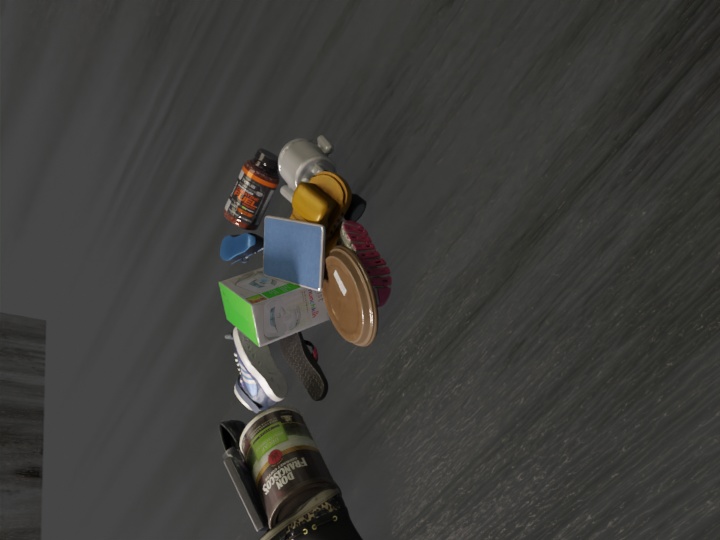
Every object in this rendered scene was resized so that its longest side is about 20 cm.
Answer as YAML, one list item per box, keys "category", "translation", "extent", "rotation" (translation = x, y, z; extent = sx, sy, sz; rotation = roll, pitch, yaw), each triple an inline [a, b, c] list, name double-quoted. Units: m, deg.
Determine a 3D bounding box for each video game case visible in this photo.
- category: "video game case"
  translation: [-0.204, 0.445, 1.231]
  extent: [0.019, 0.201, 0.144]
  rotation: [-31, 68, -6]

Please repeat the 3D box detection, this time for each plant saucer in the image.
- category: "plant saucer"
  translation: [-0.027, 0.053, 1.211]
  extent: [0.200, 0.029, 0.205]
  rotation: [40, 138, 49]

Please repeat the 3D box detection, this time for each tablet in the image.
- category: "tablet"
  translation: [-0.140, -0.039, 1.288]
  extent: [0.197, 0.013, 0.134]
  rotation: [13, 103, 44]

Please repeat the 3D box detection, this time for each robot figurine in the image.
- category: "robot figurine"
  translation: [-0.124, -0.235, 1.450]
  extent: [0.170, 0.112, 0.200]
  rotation: [-48, 42, 7]

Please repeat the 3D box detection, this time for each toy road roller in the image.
- category: "toy road roller"
  translation: [-0.094, -0.111, 1.301]
  extent: [0.122, 0.145, 0.202]
  rotation: [38, 107, 18]

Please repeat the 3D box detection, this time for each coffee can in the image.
- category: "coffee can"
  translation: [-0.140, 0.390, 1.214]
  extent: [0.148, 0.144, 0.200]
  rotation: [-60, 39, 17]

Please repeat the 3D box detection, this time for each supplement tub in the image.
- category: "supplement tub"
  translation: [-0.281, -0.217, 1.653]
  extent: [0.107, 0.105, 0.203]
  rotation: [47, 115, 49]

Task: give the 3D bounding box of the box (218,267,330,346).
- category: "box"
  translation: [-0.187, 0.067, 1.354]
  extent: [0.199, 0.173, 0.099]
  rotation: [24, 127, 56]

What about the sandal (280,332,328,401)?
- category: "sandal"
  translation: [-0.118, 0.194, 1.352]
  extent: [0.076, 0.044, 0.202]
  rotation: [-54, 55, 31]

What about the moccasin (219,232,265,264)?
- category: "moccasin"
  translation: [-0.315, -0.056, 1.674]
  extent: [0.198, 0.067, 0.083]
  rotation: [1, 85, 54]

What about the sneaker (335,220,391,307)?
- category: "sneaker"
  translation: [0.000, 0.000, 1.242]
  extent: [0.088, 0.072, 0.203]
  rotation: [-59, 45, 43]

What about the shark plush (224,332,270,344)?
- category: "shark plush"
  translation: [-0.279, 0.157, 1.531]
  extent: [0.198, 0.082, 0.093]
  rotation: [20, 93, 53]

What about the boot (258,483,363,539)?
- category: "boot"
  translation: [-0.085, 0.490, 1.072]
  extent: [0.202, 0.074, 0.155]
  rotation: [-36, 76, -8]

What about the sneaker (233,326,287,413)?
- category: "sneaker"
  translation: [-0.263, 0.230, 1.426]
  extent: [0.145, 0.080, 0.203]
  rotation: [-27, 97, 37]

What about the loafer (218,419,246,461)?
- category: "loafer"
  translation: [-0.288, 0.438, 1.451]
  extent: [0.069, 0.069, 0.202]
  rotation: [-54, 41, 25]
